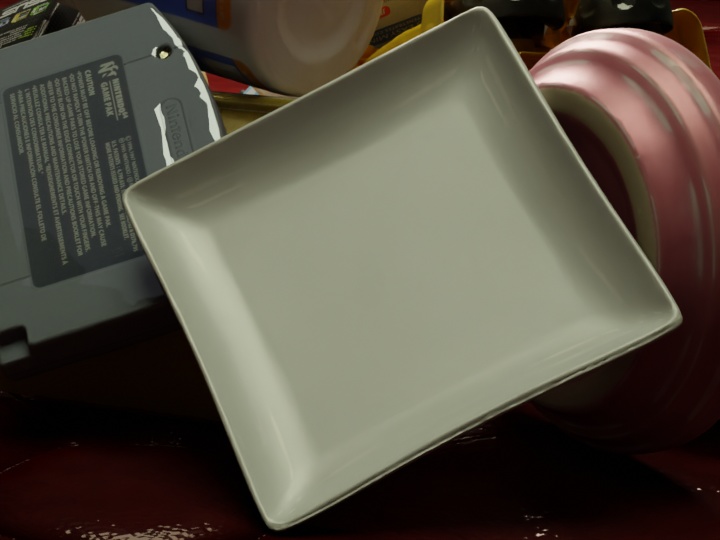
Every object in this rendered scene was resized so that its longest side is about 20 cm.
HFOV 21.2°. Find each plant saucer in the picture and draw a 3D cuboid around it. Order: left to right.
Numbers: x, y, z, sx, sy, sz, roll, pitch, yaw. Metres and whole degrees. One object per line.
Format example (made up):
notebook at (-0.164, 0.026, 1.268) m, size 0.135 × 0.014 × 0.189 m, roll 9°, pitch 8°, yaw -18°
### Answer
plant saucer at (-0.087, -0.023, 1.000) m, size 0.199 × 0.049 × 0.201 m, roll 6°, pitch 57°, yaw 18°
plant saucer at (0.108, -0.012, 0.903) m, size 0.051 × 0.202 × 0.200 m, roll -6°, pitch 15°, yaw -32°

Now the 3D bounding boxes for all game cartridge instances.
game cartridge at (-0.130, -0.045, 0.974) m, size 0.133 × 0.042 × 0.201 m, roll -14°, pitch 53°, yaw -2°

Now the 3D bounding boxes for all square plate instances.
square plate at (0.013, -0.003, 0.869) m, size 0.198 × 0.028 × 0.200 m, roll -27°, pitch 58°, yaw -1°

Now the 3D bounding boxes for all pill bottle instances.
pill bottle at (-0.093, -0.172, 1.084) m, size 0.200 × 0.113 × 0.112 m, roll 21°, pitch 22°, yaw 38°

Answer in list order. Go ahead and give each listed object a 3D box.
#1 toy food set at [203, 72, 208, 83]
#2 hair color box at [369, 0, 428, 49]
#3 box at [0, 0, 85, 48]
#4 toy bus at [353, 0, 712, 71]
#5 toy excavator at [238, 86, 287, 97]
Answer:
toy food set at (-0.113, -0.088, 1.244) m, size 0.198 × 0.049 × 0.200 m, roll 43°, pitch 19°, yaw -8°
hair color box at (0.029, -0.139, 1.199) m, size 0.110 × 0.064 × 0.200 m, roll -22°, pitch -29°, yaw -3°
box at (-0.266, -0.077, 1.142) m, size 0.199 × 0.048 × 0.194 m, roll -19°, pitch 34°, yaw 23°
toy bus at (0.085, -0.084, 1.140) m, size 0.199 × 0.136 × 0.192 m, roll -3°, pitch -7°, yaw -33°
toy excavator at (-0.029, -0.112, 1.381) m, size 0.194 × 0.100 × 0.200 m, roll 45°, pitch 0°, yaw -30°
